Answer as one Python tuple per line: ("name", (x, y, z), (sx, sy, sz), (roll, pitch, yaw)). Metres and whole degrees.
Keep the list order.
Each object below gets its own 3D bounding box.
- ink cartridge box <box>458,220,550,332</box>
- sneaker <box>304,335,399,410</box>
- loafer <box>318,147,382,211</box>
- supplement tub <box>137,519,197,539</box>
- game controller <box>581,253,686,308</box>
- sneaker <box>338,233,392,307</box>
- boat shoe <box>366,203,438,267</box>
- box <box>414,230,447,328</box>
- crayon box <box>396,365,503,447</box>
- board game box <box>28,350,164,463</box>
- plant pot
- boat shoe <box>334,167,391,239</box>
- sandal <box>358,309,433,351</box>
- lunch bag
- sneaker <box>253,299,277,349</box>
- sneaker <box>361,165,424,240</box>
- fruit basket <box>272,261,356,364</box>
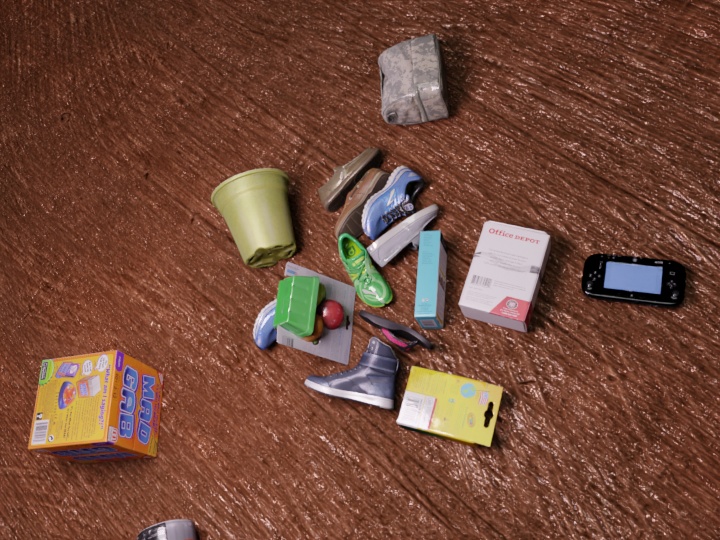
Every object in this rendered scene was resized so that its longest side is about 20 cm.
("ink cartridge box", (0.311, 0.012, 1.518), (0.145, 0.083, 0.202), (14, 73, 23))
("sneaker", (-0.013, 0.209, 1.535), (0.200, 0.077, 0.148), (9, 81, 12))
("loafer", (-0.030, -0.235, 1.746), (0.200, 0.076, 0.067), (-44, 67, -4))
("supplement tub", (-0.386, 0.628, 1.457), (0.121, 0.123, 0.202), (-22, 62, 8))
("game controller", (0.558, 0.019, 1.456), (0.198, 0.042, 0.105), (7, 70, 20))
("sneaker", (0.000, 0.000, 1.624), (0.074, 0.084, 0.201), (-35, 69, 2))
("boat shoe", (0.108, -0.078, 1.639), (0.200, 0.070, 0.072), (-35, 92, -14))
("box", (0.156, 0.020, 1.567), (0.049, 0.082, 0.202), (-2, 66, 18))
("crayon box", (0.186, 0.282, 1.459), (0.198, 0.051, 0.128), (11, 71, 23))
("board game box", (-0.593, 0.317, 1.620), (0.197, 0.200, 0.202), (-8, 64, 15))
("plant pot", (-0.240, -0.115, 1.715), (0.199, 0.200, 0.186), (-22, 74, 8))
("boat shoe", (-0.002, -0.157, 1.713), (0.201, 0.072, 0.068), (-52, 45, -7))
("sandal", (0.073, 0.142, 1.549), (0.199, 0.075, 0.045), (20, 71, 33))
("lunch bag", (0.127, -0.467, 1.760), (0.166, 0.140, 0.202), (-8, 64, 14))
("sneaker", (-0.165, 0.104, 1.632), (0.089, 0.079, 0.200), (37, 82, 31))
("sneaker", (0.078, -0.154, 1.667), (0.089, 0.079, 0.201), (28, 78, 38))
("fruit basket", (-0.097, 0.097, 1.572), (0.093, 0.199, 0.187), (-15, 61, 42))
